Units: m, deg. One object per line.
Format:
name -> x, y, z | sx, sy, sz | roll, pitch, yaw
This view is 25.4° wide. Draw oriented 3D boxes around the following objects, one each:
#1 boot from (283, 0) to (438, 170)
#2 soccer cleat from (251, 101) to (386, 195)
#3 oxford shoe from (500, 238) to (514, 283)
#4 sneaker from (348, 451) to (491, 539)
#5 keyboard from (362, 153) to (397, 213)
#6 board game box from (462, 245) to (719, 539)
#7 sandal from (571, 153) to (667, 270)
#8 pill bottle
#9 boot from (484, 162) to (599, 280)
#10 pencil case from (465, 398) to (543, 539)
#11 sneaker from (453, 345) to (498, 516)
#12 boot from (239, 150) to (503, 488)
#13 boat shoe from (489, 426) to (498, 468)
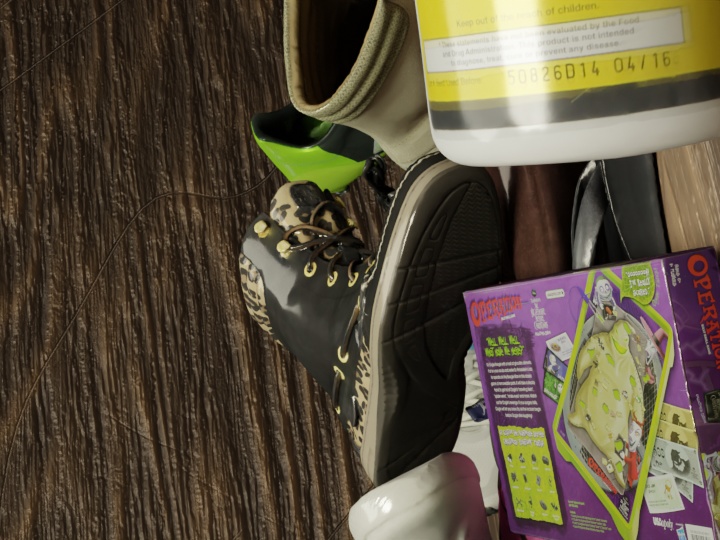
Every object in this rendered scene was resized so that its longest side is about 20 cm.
boot -> 0.031, -0.158, 0.844 | 0.154, 0.072, 0.202 | 21, -98, -57
soccer cleat -> 0.024, -0.119, 0.950 | 0.081, 0.199, 0.068 | 34, -154, -46
oxford shoe -> 0.060, -0.067, 1.015 | 0.201, 0.070, 0.075 | -117, 30, -48
sneaker -> 0.051, 0.165, 0.868 | 0.089, 0.075, 0.200 | 61, 179, 27
keyboard -> 0.044, -0.017, 0.947 | 0.127, 0.021, 0.200 | 50, 179, 14
board game box -> 0.102, 0.059, 0.681 | 0.200, 0.032, 0.121 | 168, 87, -72
sandal -> 0.112, -0.022, 0.734 | 0.076, 0.042, 0.202 | -147, 49, -89
pill bottle -> 0.065, -0.139, 0.508 | 0.112, 0.111, 0.202 | -104, 6, -81
boot -> 0.092, -0.054, 0.792 | 0.200, 0.072, 0.168 | 66, -164, -56
pencil case -> 0.112, 0.133, 0.902 | 0.094, 0.090, 0.201 | -103, 2, -49
sneaker -> 0.067, 0.065, 1.086 | 0.087, 0.074, 0.202 | 86, 177, -68
boot -> 0.000, 0.000, 0.838 | 0.151, 0.073, 0.201 | 46, 144, 40
boat shoe -> 0.111, 0.094, 0.987 | 0.057, 0.066, 0.201 | -77, -12, -45
